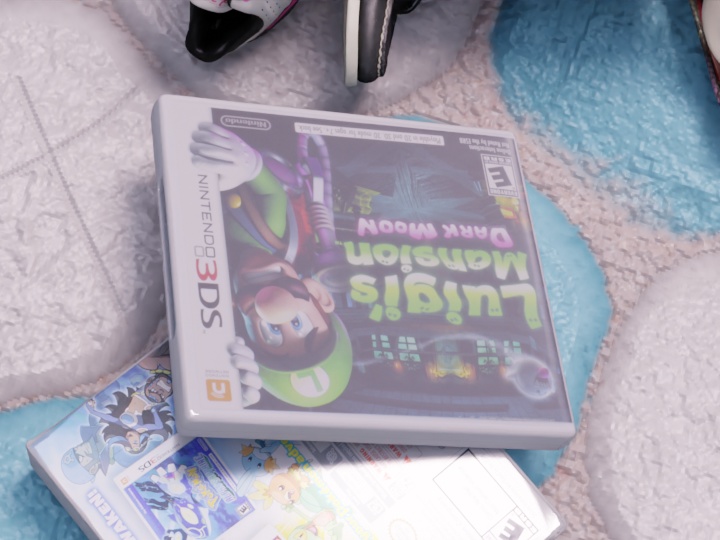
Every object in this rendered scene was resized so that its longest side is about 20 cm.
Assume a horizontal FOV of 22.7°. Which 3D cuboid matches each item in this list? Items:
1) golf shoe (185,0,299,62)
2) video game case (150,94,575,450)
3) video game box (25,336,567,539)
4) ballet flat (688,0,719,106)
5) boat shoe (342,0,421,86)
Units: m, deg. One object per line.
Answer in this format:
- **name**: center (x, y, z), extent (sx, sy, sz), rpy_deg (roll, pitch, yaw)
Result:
- **golf shoe**: center (-0.046, -0.167, 0.891), extent (0.072, 0.200, 0.092), rpy_deg (32, 70, 2)
- **video game case**: center (0.000, 0.000, 0.887), extent (0.199, 0.023, 0.183), rpy_deg (4, 58, -21)
- **video game box**: center (-0.031, 0.110, 0.876), extent (0.182, 0.047, 0.200), rpy_deg (-37, 78, -20)
- **ballet flat**: center (0.202, -0.164, 0.979), extent (0.069, 0.071, 0.201), rpy_deg (-21, 72, 28)
- **boat shoe**: center (0.030, -0.184, 0.972), extent (0.066, 0.075, 0.200), rpy_deg (9, 57, 0)
